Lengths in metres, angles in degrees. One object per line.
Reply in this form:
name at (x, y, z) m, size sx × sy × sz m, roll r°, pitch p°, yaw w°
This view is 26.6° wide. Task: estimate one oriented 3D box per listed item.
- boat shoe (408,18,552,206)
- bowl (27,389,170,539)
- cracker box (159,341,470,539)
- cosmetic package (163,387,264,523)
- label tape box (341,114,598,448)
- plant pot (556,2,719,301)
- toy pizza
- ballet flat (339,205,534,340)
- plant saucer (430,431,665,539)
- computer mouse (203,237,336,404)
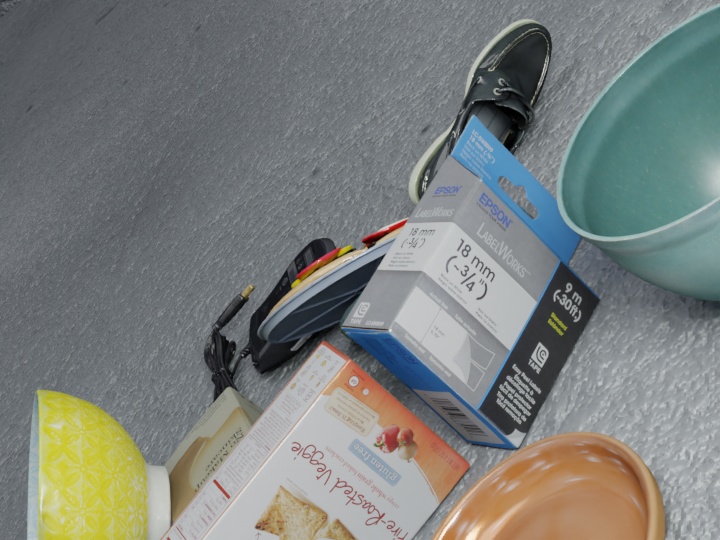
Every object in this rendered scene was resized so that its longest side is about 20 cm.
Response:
boat shoe at (0.119, -0.133, 1.345) m, size 0.200 × 0.074 × 0.066 m, roll -52°, pitch 28°, yaw -8°
bowl at (-0.210, 0.197, 1.226) m, size 0.200 × 0.107 × 0.201 m, roll -178°, pitch 90°, yaw -76°
cracker box at (-0.035, 0.172, 1.092) m, size 0.200 × 0.134 × 0.058 m, roll -51°, pitch 25°, yaw -4°
cosmetic package at (-0.095, 0.178, 1.217) m, size 0.105 × 0.071 × 0.200 m, roll -51°, pitch 19°, yaw 0°
label tape box at (0.097, 0.005, 1.106) m, size 0.063 × 0.144 × 0.201 m, roll -2°, pitch 52°, yaw 56°
plant pot at (0.245, -0.058, 0.977) m, size 0.200 × 0.134 × 0.201 m, roll -37°, pitch 28°, yaw 23°
toy pizza at (0.000, 0.000, 1.258) m, size 0.199 × 0.032 × 0.200 m, roll -28°, pitch -11°, yaw -6°
ballet flat at (0.063, 0.022, 1.233) m, size 0.200 × 0.074 × 0.074 m, roll -37°, pitch 28°, yaw 29°
plant saucer at (0.110, 0.193, 0.950) m, size 0.200 × 0.037 × 0.201 m, roll -37°, pitch 27°, yaw 22°
computer mouse at (-0.077, 0.043, 1.443) m, size 0.200 × 0.046 × 0.141 m, roll -53°, pitch 28°, yaw 16°
